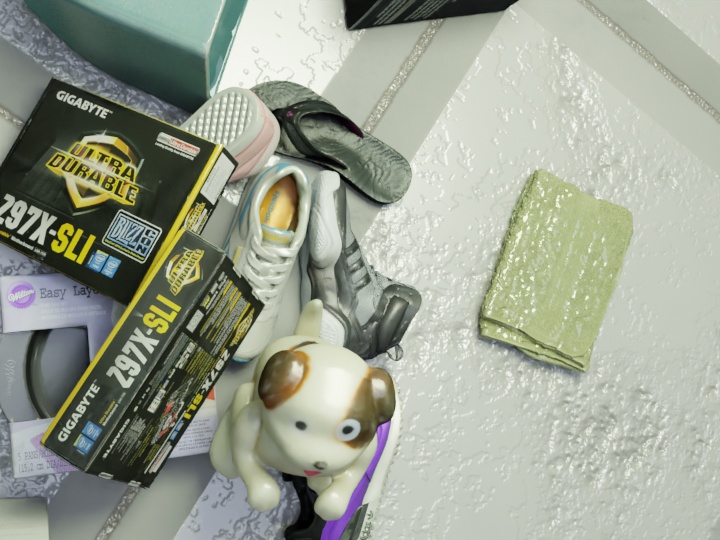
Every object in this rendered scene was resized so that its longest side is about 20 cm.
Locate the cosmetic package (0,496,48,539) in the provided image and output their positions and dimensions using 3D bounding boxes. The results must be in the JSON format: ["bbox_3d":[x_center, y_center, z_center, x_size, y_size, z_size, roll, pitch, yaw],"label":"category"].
[{"bbox_3d":[-0.299,0.256,0.807,0.084,0.200,0.109,0,88,-17],"label":"cosmetic package"}]

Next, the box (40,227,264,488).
[{"bbox_3d":[-0.165,0.080,0.826,0.049,0.160,0.201,29,79,12],"label":"box"}]

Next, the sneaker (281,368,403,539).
[{"bbox_3d":[-0.024,0.188,0.975,0.099,0.070,0.202,17,80,-14],"label":"sneaker"}]

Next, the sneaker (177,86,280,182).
[{"bbox_3d":[-0.163,-0.100,0.951,0.199,0.105,0.076,-32,81,12],"label":"sneaker"}]

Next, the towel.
[{"bbox_3d":[0.217,0.000,1.089,0.148,0.036,0.201,23,80,-15],"label":"towel"}]

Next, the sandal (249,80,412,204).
[{"bbox_3d":[-0.030,-0.138,1.007,0.199,0.048,0.076,26,78,-16],"label":"sandal"}]

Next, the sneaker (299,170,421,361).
[{"bbox_3d":[0.000,0.000,0.997,0.113,0.075,0.202,-2,92,-19],"label":"sneaker"}]

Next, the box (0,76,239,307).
[{"bbox_3d":[-0.230,-0.068,0.876,0.199,0.049,0.160,24,82,22],"label":"box"}]

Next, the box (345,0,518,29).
[{"bbox_3d":[0.075,-0.374,1.025,0.199,0.117,0.198,-13,90,-20],"label":"box"}]

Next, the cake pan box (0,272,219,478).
[{"bbox_3d":[-0.238,0.090,0.920,0.199,0.052,0.186,-3,85,-19],"label":"cake pan box"}]

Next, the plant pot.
[{"bbox_3d":[-0.203,-0.282,0.890,0.199,0.196,0.198,18,81,-6],"label":"plant pot"}]

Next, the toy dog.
[{"bbox_3d":[-0.036,0.120,0.850,0.139,0.200,0.195,23,78,-8],"label":"toy dog"}]

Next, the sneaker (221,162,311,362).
[{"bbox_3d":[-0.100,-0.010,0.958,0.076,0.081,0.202,14,83,-19],"label":"sneaker"}]
